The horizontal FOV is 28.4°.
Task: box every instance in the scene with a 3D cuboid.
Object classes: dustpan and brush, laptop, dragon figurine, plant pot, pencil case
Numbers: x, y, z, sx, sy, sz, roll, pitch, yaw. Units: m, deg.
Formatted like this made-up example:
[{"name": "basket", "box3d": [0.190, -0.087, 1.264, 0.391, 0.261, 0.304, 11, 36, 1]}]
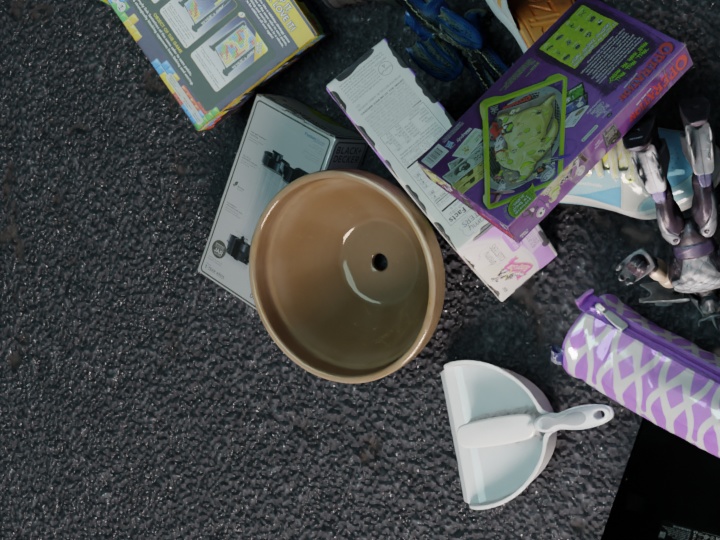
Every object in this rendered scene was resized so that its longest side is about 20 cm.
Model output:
[{"name": "dustpan and brush", "box3d": [0.150, 0.140, 1.282, 0.199, 0.057, 0.140, -15, 83, 36]}, {"name": "laptop", "box3d": [0.311, 0.247, 1.198, 0.187, 0.116, 0.201, 10, 69, 35]}, {"name": "dragon figurine", "box3d": [0.076, -0.211, 1.278, 0.059, 0.200, 0.100, -48, 27, 25]}, {"name": "plant pot", "box3d": [0.000, 0.000, 1.358, 0.200, 0.093, 0.202, 5, 102, 27]}, {"name": "pencil case", "box3d": [0.262, 0.087, 1.181, 0.200, 0.084, 0.086, 29, 138, 31]}]

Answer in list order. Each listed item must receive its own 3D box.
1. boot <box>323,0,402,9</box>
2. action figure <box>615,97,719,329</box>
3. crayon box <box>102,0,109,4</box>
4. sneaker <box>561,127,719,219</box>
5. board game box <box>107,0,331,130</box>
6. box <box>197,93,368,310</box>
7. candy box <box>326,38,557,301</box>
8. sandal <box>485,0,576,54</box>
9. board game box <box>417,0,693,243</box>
[{"name": "boot", "box3d": [0.014, -0.351, 1.365, 0.131, 0.070, 0.201, 13, 95, 41]}, {"name": "action figure", "box3d": [0.265, -0.034, 1.147, 0.130, 0.069, 0.201, -15, 117, 11]}, {"name": "crayon box", "box3d": [-0.227, -0.335, 1.548, 0.200, 0.058, 0.119, 31, 110, 32]}, {"name": "sneaker", "box3d": [0.193, -0.098, 1.193, 0.199, 0.130, 0.080, 2, 77, 36]}, {"name": "board game box", "box3d": [-0.153, -0.271, 1.444, 0.165, 0.057, 0.200, -35, 89, 18]}, {"name": "box", "box3d": [-0.080, -0.065, 1.447, 0.116, 0.060, 0.201, 30, 109, 32]}, {"name": "candy box", "box3d": [0.075, -0.085, 1.259, 0.071, 0.168, 0.200, -39, 67, 4]}, {"name": "sandal", "box3d": [0.162, -0.231, 1.220, 0.059, 0.079, 0.207, 85, 166, -52]}, {"name": "board game box", "box3d": [0.152, -0.124, 1.126, 0.200, 0.032, 0.120, -45, 43, -5]}]
